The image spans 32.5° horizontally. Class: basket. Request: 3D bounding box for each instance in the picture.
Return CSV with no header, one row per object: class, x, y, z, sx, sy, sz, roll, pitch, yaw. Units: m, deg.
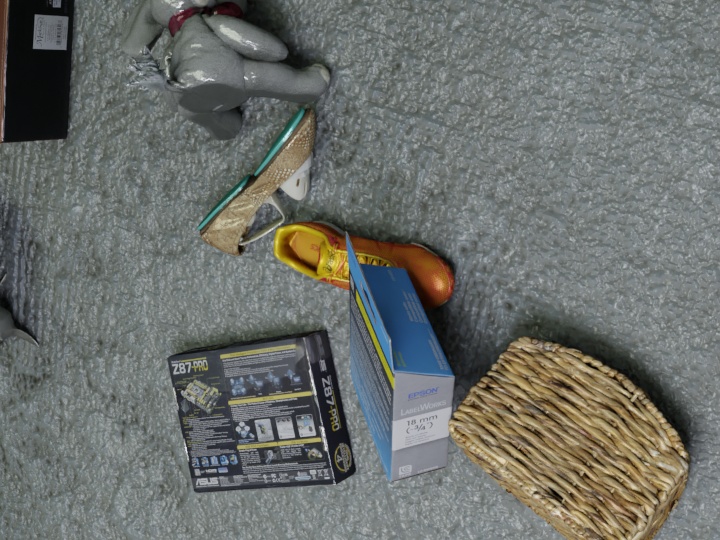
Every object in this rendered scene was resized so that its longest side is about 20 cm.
basket,0.201,0.163,1.144,0.200,0.149,0.143,36,83,23

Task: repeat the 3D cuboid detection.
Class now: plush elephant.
plush elephant,-0.157,-0.240,1.256,0.165,0.200,0.155,-22,68,41

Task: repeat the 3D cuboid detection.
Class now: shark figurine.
shark figurine,-0.440,0.083,1.522,0.089,0.214,0.128,34,86,-17

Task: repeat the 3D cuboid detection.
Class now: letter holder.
letter holder,-0.423,-0.262,1.451,0.142,0.100,0.201,15,106,32

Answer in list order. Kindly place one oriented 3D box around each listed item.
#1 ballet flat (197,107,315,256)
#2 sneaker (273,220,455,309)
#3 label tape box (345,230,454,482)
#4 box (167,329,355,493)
ballet flat,-0.092,-0.087,1.299,0.065,0.071,0.200,39,124,-10
sneaker,0.000,0.000,1.237,0.200,0.077,0.073,14,104,29
label tape box,0.035,0.076,1.147,0.200,0.063,0.144,90,164,-45
box,-0.112,0.157,1.353,0.200,0.049,0.162,-11,94,34
